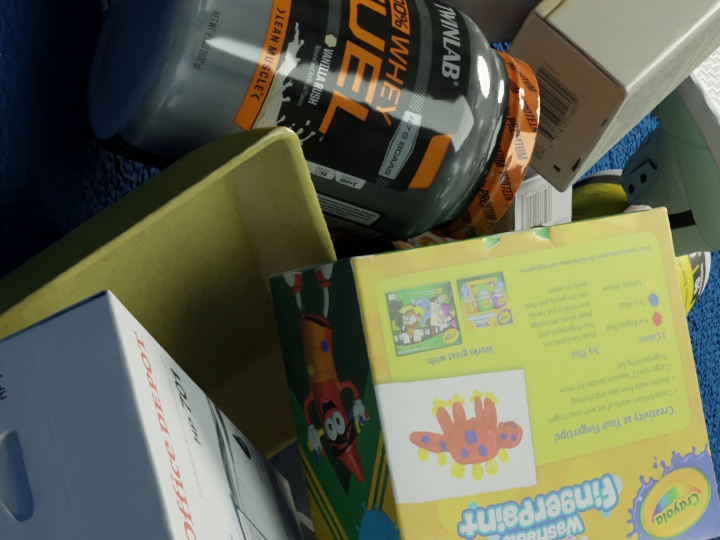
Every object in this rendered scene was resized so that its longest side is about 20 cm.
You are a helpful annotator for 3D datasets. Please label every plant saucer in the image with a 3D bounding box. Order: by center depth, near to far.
[{"bbox_3d":[-0.103,0.037,1.191,0.200,0.048,0.200,-35,142,-14],"label":"plant saucer"}]

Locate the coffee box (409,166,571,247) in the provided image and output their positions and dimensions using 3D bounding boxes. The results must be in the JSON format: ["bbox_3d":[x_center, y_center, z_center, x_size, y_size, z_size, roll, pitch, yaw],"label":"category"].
[{"bbox_3d":[0.057,0.035,1.485,0.080,0.114,0.201,-23,116,-58],"label":"coffee box"}]

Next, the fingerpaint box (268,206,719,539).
[{"bbox_3d":[0.067,0.066,1.210,0.199,0.073,0.168,-10,89,-37],"label":"fingerpaint box"}]

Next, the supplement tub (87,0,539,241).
[{"bbox_3d":[-0.021,-0.088,1.231,0.199,0.122,0.123,17,79,-23],"label":"supplement tub"}]

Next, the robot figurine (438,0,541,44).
[{"bbox_3d":[0.090,-0.192,1.493,0.200,0.113,0.170,-14,91,-58],"label":"robot figurine"}]

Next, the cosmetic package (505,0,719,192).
[{"bbox_3d":[0.161,-0.143,1.429,0.200,0.073,0.104,-43,170,-37],"label":"cosmetic package"}]

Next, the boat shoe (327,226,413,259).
[{"bbox_3d":[0.000,0.000,1.330,0.072,0.200,0.068,-43,116,-10],"label":"boat shoe"}]

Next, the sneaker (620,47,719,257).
[{"bbox_3d":[0.189,-0.101,1.580,0.074,0.118,0.201,-22,92,-41],"label":"sneaker"}]

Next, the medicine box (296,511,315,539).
[{"bbox_3d":[-0.039,0.260,1.309,0.182,0.103,0.200,-40,135,-14],"label":"medicine box"}]

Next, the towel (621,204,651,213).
[{"bbox_3d":[0.133,0.089,1.487,0.200,0.032,0.192,-48,137,-46],"label":"towel"}]

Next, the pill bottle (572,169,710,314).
[{"bbox_3d":[0.136,0.030,1.621,0.200,0.114,0.115,-47,134,-46],"label":"pill bottle"}]

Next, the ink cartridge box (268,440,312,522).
[{"bbox_3d":[0.024,0.139,1.362,0.084,0.199,0.144,-63,145,-30],"label":"ink cartridge box"}]

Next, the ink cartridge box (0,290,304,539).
[{"bbox_3d":[-0.088,0.125,1.114,0.200,0.086,0.147,55,13,-53],"label":"ink cartridge box"}]
